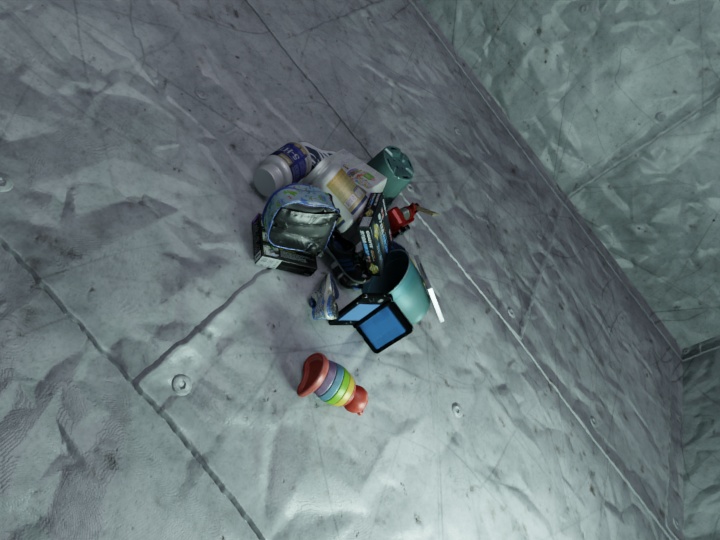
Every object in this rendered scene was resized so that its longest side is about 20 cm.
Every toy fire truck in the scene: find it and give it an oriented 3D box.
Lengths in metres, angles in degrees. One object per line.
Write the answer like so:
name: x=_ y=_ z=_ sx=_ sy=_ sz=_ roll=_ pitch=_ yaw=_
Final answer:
toy fire truck: x=0.168 y=-0.193 z=1.934 sx=0.174 sy=0.199 sz=0.131 roll=-26 pitch=81 yaw=-48

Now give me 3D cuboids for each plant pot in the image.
plant pot: x=0.133 y=0.071 z=1.748 sx=0.188 sy=0.196 sz=0.204 roll=45 pitch=41 yaw=-29
plant pot: x=0.084 y=-0.340 z=1.956 sx=0.196 sy=0.195 sz=0.206 roll=22 pitch=50 yaw=-29

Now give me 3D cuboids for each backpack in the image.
backpack: x=-0.183 y=-0.154 z=1.526 sx=0.194 sy=0.186 sz=0.149 roll=5 pitch=39 yaw=-34

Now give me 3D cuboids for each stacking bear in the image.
stacking bear: x=-0.061 y=0.325 z=1.464 sx=0.198 sy=0.112 sz=0.124 roll=37 pitch=44 yaw=-25

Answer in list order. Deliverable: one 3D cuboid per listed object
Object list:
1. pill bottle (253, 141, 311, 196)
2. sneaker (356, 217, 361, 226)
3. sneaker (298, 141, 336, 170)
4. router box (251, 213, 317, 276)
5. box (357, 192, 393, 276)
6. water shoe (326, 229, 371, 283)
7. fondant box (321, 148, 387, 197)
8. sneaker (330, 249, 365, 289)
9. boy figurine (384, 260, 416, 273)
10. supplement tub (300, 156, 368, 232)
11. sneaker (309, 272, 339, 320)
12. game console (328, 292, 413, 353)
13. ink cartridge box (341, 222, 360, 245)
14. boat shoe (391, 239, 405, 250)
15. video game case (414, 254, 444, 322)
pill bottle: x=-0.250 y=-0.320 z=1.689 sx=0.120 sy=0.119 sz=0.201 roll=47 pitch=42 yaw=-7
sneaker: x=0.004 y=-0.176 z=1.758 sx=0.084 sy=0.074 sz=0.205 roll=20 pitch=48 yaw=-16
sneaker: x=-0.137 y=-0.371 z=1.863 sx=0.194 sy=0.070 sz=0.112 roll=15 pitch=51 yaw=-29
router box: x=-0.228 y=-0.076 z=1.602 sx=0.195 sy=0.051 sz=0.154 roll=14 pitch=54 yaw=-37
box: x=0.049 y=-0.110 z=1.647 sx=0.204 sy=0.044 sz=0.162 roll=75 pitch=27 yaw=-43
water shoe: x=-0.035 y=-0.039 z=1.656 sx=0.199 sy=0.079 sz=0.072 roll=43 pitch=60 yaw=-7
fondant box: x=-0.026 y=-0.320 z=1.791 sx=0.197 sy=0.059 sz=0.144 roll=35 pitch=40 yaw=15
sneaker: x=0.000 y=0.000 z=1.751 sx=0.196 sy=0.073 sz=0.115 roll=-22 pitch=83 yaw=-33
boy figurine: x=0.154 y=0.006 z=1.884 sx=0.196 sy=0.064 sz=0.129 roll=23 pitch=83 yaw=-33
supplement tub: x=-0.081 y=-0.237 z=1.650 sx=0.200 sy=0.143 sz=0.145 roll=46 pitch=42 yaw=-10
sneaker: x=-0.114 y=0.077 z=1.592 sx=0.202 sy=0.082 sz=0.079 roll=-90 pitch=160 yaw=-60
game console: x=0.028 y=0.162 z=1.574 sx=0.172 sy=0.199 sz=0.120 roll=4 pitch=59 yaw=-40
ink cartridge box: x=-0.069 y=-0.195 z=1.802 sx=0.195 sy=0.083 sz=0.149 roll=23 pitch=51 yaw=-29
boat shoe: x=0.099 y=-0.076 z=1.902 sx=0.198 sy=0.083 sz=0.070 roll=31 pitch=35 yaw=-47
video game case: x=0.227 y=0.057 z=1.754 sx=0.202 sy=0.017 sz=0.146 roll=-103 pitch=170 yaw=-57
